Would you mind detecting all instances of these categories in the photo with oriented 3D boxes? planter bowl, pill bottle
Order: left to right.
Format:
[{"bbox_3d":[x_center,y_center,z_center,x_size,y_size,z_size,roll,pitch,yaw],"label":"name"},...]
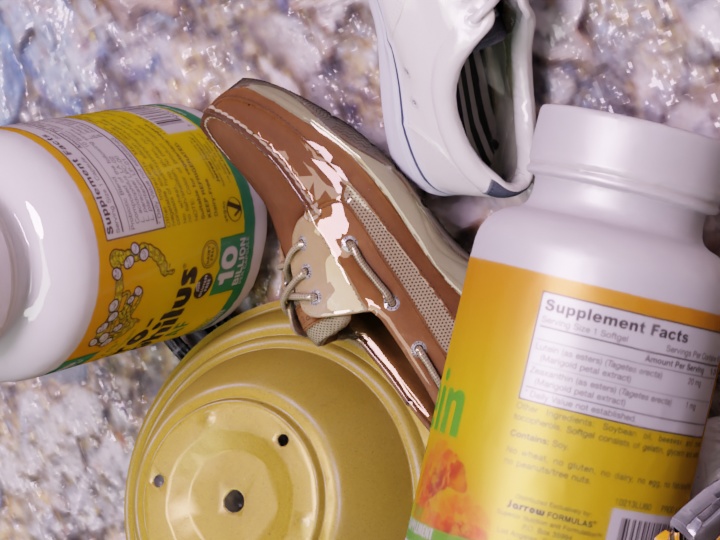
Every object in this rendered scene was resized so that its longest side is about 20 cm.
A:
[{"bbox_3d":[-0.139,-0.012,1.110,0.112,0.200,0.114,6,101,31],"label":"pill bottle"},{"bbox_3d":[-0.041,0.107,1.122,0.199,0.083,0.202,-4,82,24],"label":"planter bowl"},{"bbox_3d":[0.091,0.038,1.011,0.110,0.111,0.202,13,90,29],"label":"pill bottle"}]

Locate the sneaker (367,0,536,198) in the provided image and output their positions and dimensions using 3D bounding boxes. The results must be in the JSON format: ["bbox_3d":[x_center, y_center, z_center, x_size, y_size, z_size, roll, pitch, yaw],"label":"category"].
[{"bbox_3d":[0.040,-0.125,1.034,0.071,0.073,0.201,14,126,46],"label":"sneaker"}]

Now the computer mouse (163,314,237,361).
[{"bbox_3d":[-0.026,0.072,1.180,0.199,0.034,0.059,32,123,21],"label":"computer mouse"}]

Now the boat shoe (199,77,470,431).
[{"bbox_3d":[0.000,0.000,1.087,0.200,0.074,0.076,43,164,7],"label":"boat shoe"}]

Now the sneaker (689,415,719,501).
[{"bbox_3d":[0.131,0.164,1.079,0.129,0.079,0.201,-4,107,33],"label":"sneaker"}]

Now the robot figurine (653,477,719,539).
[{"bbox_3d":[0.179,0.126,0.957,0.058,0.199,0.146,42,129,38],"label":"robot figurine"}]
